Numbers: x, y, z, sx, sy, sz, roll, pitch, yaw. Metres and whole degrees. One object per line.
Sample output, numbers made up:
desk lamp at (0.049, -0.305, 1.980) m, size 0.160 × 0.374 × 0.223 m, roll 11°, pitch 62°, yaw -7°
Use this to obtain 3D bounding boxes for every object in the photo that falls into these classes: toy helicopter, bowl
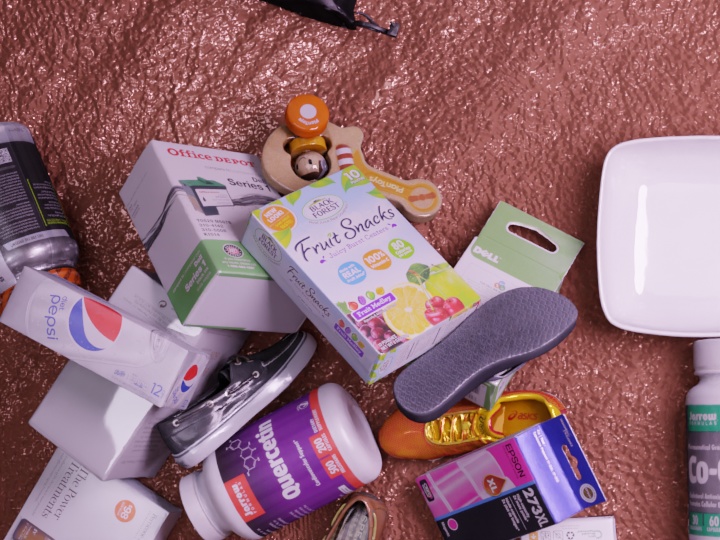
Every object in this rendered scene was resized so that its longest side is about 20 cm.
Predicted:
toy helicopter at (-0.011, -0.092, 1.590) m, size 0.199 × 0.079 × 0.133 m, roll 19°, pitch 61°, yaw -1°
bowl at (0.341, -0.031, 1.509) m, size 0.199 × 0.075 × 0.201 m, roll 0°, pitch 83°, yaw 13°

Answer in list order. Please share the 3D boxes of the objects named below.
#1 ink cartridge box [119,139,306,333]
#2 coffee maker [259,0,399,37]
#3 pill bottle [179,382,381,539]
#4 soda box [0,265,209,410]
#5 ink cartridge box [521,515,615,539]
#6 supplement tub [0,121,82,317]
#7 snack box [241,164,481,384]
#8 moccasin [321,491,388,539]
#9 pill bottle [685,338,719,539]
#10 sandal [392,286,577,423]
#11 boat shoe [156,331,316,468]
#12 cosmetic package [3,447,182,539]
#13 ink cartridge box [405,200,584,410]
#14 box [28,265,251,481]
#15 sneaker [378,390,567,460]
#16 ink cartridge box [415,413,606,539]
ink cartridge box at (-0.144, -0.036, 1.549) m, size 0.084 × 0.146 × 0.200 m, roll -54°, pitch 49°, yaw 31°
coffee maker at (-0.021, -0.374, 1.619) m, size 0.191 × 0.135 × 0.201 m, roll 21°, pitch 90°, yaw -9°
pill bottle at (-0.085, 0.207, 1.563) m, size 0.199 × 0.112 × 0.113 m, roll -29°, pitch 78°, yaw 8°
soda box at (-0.254, 0.067, 1.485) m, size 0.199 × 0.068 × 0.064 m, roll 26°, pitch 90°, yaw 16°
ink cartridge box at (0.215, 0.351, 1.509) m, size 0.094 × 0.037 × 0.201 m, roll -4°, pitch 80°, yaw 12°
supplement tub at (-0.390, -0.053, 1.659) m, size 0.122 × 0.123 × 0.201 m, roll -27°, pitch 78°, yaw 9°
snack box at (0.000, 0.000, 1.466) m, size 0.142 × 0.053 × 0.200 m, roll -26°, pitch 63°, yaw -36°
moccasin at (-0.023, 0.330, 1.552) m, size 0.073 × 0.078 × 0.202 m, roll 24°, pitch 90°, yaw 15°
pill bottle at (0.375, 0.169, 1.459) m, size 0.112 × 0.113 × 0.201 m, roll -2°, pitch 83°, yaw 13°
sandal at (0.119, 0.081, 1.456) m, size 0.200 × 0.043 × 0.076 m, roll -29°, pitch 56°, yaw -8°
boat shoe at (-0.128, 0.123, 1.569) m, size 0.200 × 0.069 × 0.057 m, roll -43°, pitch 104°, yaw -23°
cosmetic package at (-0.310, 0.309, 1.638) m, size 0.150 × 0.052 × 0.201 m, roll 30°, pitch 91°, yaw 12°
ink cartridge box at (0.138, 0.035, 1.540) m, size 0.104 × 0.059 × 0.200 m, roll 27°, pitch 61°, yaw 15°
box at (-0.231, 0.112, 1.588) m, size 0.106 × 0.152 × 0.200 m, roll 35°, pitch 92°, yaw 14°
sneaker at (0.112, 0.154, 1.542) m, size 0.199 × 0.077 × 0.073 m, roll -12°, pitch 83°, yaw 13°
ink cartridge box at (0.146, 0.218, 1.490) m, size 0.200 × 0.037 × 0.095 m, roll -31°, pitch 83°, yaw 42°
